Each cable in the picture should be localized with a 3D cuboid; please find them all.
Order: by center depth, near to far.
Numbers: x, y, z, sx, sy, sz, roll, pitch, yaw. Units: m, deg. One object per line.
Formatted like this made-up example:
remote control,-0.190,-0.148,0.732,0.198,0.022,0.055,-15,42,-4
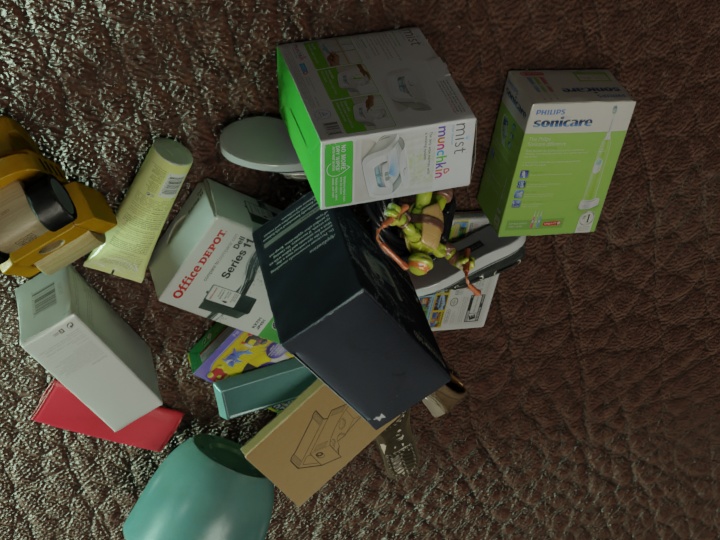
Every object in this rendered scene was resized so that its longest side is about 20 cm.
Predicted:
cable,0.064,-0.108,1.398,0.163,0.051,0.202,18,85,-51

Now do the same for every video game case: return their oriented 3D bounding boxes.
video game case,0.108,0.005,1.588,0.180,0.023,0.201,-4,130,-19

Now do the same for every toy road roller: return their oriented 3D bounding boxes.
toy road roller,-0.375,-0.084,1.279,0.122,0.147,0.200,-29,170,4

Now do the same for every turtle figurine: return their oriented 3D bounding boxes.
turtle figurine,0.085,-0.057,1.344,0.064,0.163,0.199,-2,159,45

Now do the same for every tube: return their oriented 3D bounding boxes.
tube,-0.262,-0.067,1.369,0.052,0.058,0.201,-34,160,-57

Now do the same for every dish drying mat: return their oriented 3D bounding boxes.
dish drying mat,-0.347,0.200,1.579,0.199,0.018,0.077,21,118,-33

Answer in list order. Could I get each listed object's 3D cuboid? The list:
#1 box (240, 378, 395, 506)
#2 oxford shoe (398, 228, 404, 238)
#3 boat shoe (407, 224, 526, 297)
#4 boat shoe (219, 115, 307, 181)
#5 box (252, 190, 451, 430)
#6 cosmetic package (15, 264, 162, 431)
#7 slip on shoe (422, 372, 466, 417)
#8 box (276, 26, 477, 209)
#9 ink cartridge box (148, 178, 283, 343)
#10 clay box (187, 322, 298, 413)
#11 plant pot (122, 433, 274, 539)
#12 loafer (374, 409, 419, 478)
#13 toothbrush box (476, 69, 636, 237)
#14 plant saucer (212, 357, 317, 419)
box,-0.052,0.225,1.600,0.200,0.021,0.164,-42,135,-5
oxford shoe,0.000,0.000,1.499,0.072,0.072,0.200,27,126,-11
boat shoe,0.133,-0.002,1.531,0.199,0.069,0.057,-23,134,-4
boat shoe,-0.072,-0.139,1.369,0.198,0.072,0.066,-4,151,-18
box,-0.012,0.041,1.332,0.117,0.201,0.197,-34,131,13
cosmetic package,-0.337,0.096,1.432,0.081,0.113,0.200,-29,131,4
slip on shoe,0.096,0.147,1.666,0.060,0.076,0.200,-27,136,10
box,0.013,-0.177,1.276,0.175,0.201,0.097,-10,133,-14
ink cartridge box,-0.144,-0.007,1.437,0.199,0.083,0.147,22,118,-33
clay box,-0.125,0.127,1.583,0.199,0.048,0.115,31,113,-37
plant pot,-0.214,0.332,1.628,0.200,0.200,0.162,21,98,-34
loafer,0.037,0.217,1.711,0.075,0.068,0.202,-18,117,-17
toothbrush box,0.247,-0.149,1.468,0.144,0.086,0.201,-4,131,-17
plant saucer,-0.100,0.153,1.570,0.198,0.019,0.070,-15,131,-11
